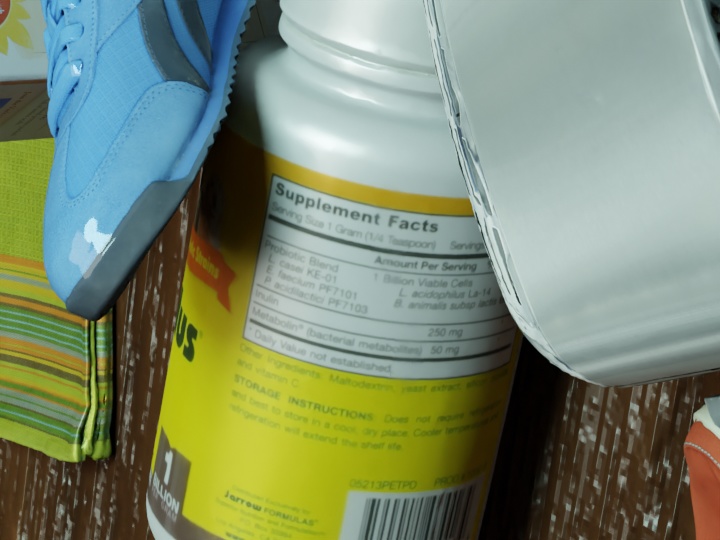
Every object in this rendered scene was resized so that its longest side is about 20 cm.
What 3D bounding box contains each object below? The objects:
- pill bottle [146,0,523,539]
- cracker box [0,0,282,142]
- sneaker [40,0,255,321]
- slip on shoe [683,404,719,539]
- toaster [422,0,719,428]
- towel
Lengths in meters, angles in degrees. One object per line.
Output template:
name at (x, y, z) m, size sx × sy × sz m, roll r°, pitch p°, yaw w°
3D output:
pill bottle at (0.000, 0.000, 0.878) m, size 0.109 × 0.109 × 0.201 m, roll 32°, pitch 118°, yaw 44°
cracker box at (-0.101, -0.114, 0.916) m, size 0.058 × 0.199 × 0.135 m, roll -32°, pitch 70°, yaw 49°
sneaker at (-0.073, -0.074, 0.838) m, size 0.066 × 0.078 × 0.201 m, roll -45°, pitch 24°, yaw 48°
slip on shoe at (0.111, 0.136, 0.784) m, size 0.074 × 0.061 × 0.202 m, roll 174°, pitch 89°, yaw -84°
toaster at (0.093, -0.062, 0.755) m, size 0.129 × 0.113 × 0.201 m, roll -26°, pitch 78°, yaw 51°
towel at (-0.127, -0.030, 1.101) m, size 0.086 × 0.018 × 0.202 m, roll 9°, pitch 101°, yaw 49°
